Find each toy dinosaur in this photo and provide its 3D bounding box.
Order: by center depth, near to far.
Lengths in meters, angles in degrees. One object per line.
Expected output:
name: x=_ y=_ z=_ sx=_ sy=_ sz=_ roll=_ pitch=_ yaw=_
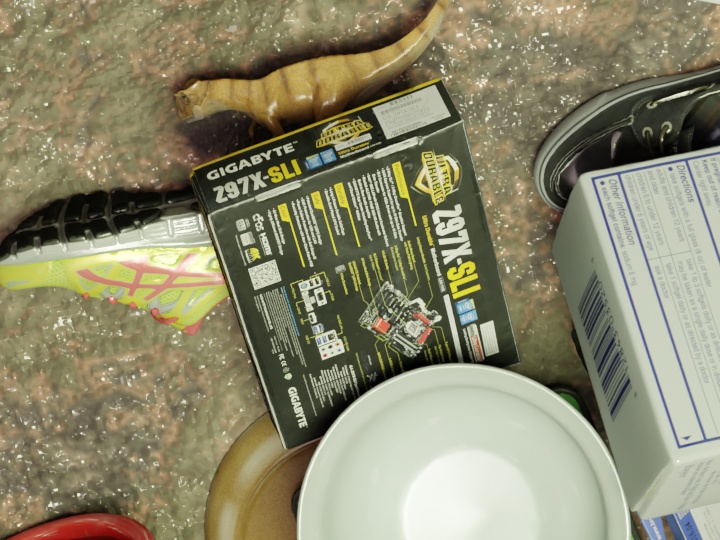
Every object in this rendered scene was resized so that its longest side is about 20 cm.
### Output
toy dinosaur: x=-0.013 y=-0.107 z=1.611 sx=0.199 sy=0.060 sz=0.107 roll=-18 pitch=108 yaw=6

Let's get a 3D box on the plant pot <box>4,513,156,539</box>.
plant pot: x=-0.180 y=0.281 z=1.680 sx=0.199 sy=0.201 sz=0.183 roll=-22 pitch=112 yaw=7

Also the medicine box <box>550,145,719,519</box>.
medicine box: x=0.235 y=0.026 z=1.570 sx=0.199 sy=0.103 sz=0.183 roll=-11 pitch=68 yaw=-12

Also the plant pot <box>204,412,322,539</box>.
plant pot: x=-0.001 y=0.171 z=1.730 sx=0.198 sy=0.028 sz=0.201 roll=0 pitch=111 yaw=-1

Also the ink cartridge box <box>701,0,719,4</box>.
ink cartridge box: x=0.228 y=-0.258 z=1.512 sx=0.146 sy=0.146 sz=0.201 roll=9 pitch=110 yaw=-3

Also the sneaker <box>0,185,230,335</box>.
sneaker: x=-0.125 y=0.001 z=1.641 sx=0.198 sy=0.078 sz=0.091 roll=-6 pitch=112 yaw=1

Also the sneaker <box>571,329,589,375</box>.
sneaker: x=0.210 y=0.104 z=1.686 sx=0.081 sy=0.074 sz=0.201 roll=-30 pitch=112 yaw=1

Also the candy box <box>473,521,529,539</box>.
candy box: x=0.033 y=0.234 z=1.719 sx=0.199 sy=0.026 sz=0.103 roll=-23 pitch=111 yaw=7

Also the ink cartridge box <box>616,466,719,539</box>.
ink cartridge box: x=0.239 y=0.109 z=1.648 sx=0.200 sy=0.042 sz=0.120 roll=-37 pitch=114 yaw=-25

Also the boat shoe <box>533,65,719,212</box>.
boat shoe: x=0.200 y=-0.079 z=1.619 sx=0.199 sy=0.066 sz=0.070 roll=-17 pitch=109 yaw=6

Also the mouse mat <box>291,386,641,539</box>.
mouse mat: x=0.073 y=0.174 z=1.714 sx=0.199 sy=0.008 sz=0.162 roll=-21 pitch=109 yaw=8

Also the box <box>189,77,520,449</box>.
box: x=0.000 y=0.000 z=1.607 sx=0.159 sy=0.049 sz=0.201 roll=-22 pitch=131 yaw=-5

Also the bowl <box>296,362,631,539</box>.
bowl: x=0.065 y=0.155 z=1.641 sx=0.199 sy=0.090 sz=0.203 roll=0 pitch=89 yaw=7
